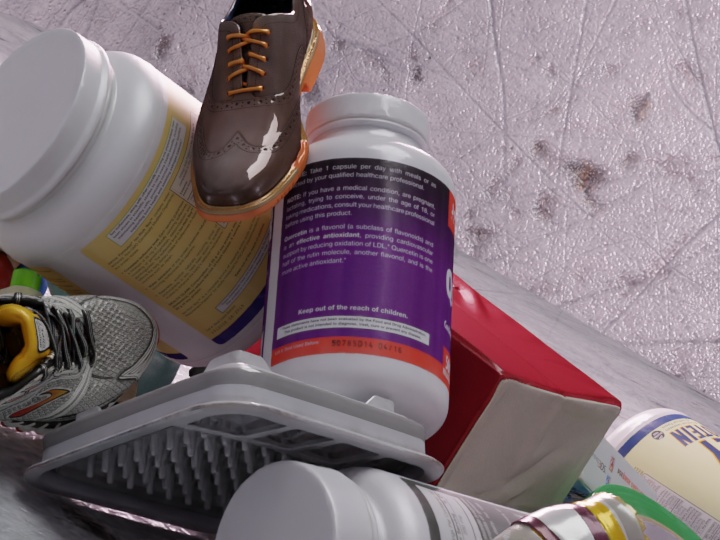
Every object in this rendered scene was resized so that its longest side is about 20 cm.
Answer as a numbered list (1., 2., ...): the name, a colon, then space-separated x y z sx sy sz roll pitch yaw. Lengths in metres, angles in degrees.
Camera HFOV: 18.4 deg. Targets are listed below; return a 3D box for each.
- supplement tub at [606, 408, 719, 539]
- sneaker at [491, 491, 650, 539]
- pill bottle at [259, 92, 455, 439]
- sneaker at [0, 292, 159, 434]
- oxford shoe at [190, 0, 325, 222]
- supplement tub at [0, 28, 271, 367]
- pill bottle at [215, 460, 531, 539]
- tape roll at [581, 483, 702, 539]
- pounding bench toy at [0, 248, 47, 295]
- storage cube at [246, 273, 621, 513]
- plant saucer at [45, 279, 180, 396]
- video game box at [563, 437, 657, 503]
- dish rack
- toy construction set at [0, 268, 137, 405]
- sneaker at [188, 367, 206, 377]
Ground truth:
1. supplement tub: 0.278 0.212 1.735 0.200 0.145 0.145 32 9 37
2. sneaker: 0.123 0.223 1.173 0.090 0.201 0.075 -15 -7 -24
3. pill bottle: 0.000 0.000 1.318 0.112 0.201 0.113 3 -25 1
4. sneaker: -0.185 0.051 1.232 0.200 0.082 0.078 -13 79 -47
5. oxford shoe: -0.068 -0.108 1.304 0.071 0.073 0.200 -5 41 11
6. supplement tub: -0.140 -0.045 1.377 0.200 0.146 0.145 36 0 -35
7. pill bottle: 0.022 0.171 1.210 0.200 0.114 0.114 20 9 -42
8. tape roll: 0.203 0.230 1.434 0.200 0.048 0.201 40 20 -17
9. pounding bench toy: -0.273 -0.079 1.587 0.156 0.201 0.124 28 7 16
10. storage cube: 0.029 0.099 1.447 0.180 0.200 0.171 38 12 32
11. plant saucer: -0.168 -0.002 1.567 0.200 0.036 0.201 -20 90 -74
12. video game box: 0.098 0.139 1.621 0.199 0.047 0.182 10 -14 25
13. dish rack: -0.071 0.097 1.237 0.171 0.044 0.200 20 -30 -39
14. toy construction set: -0.210 0.052 1.373 0.131 0.093 0.200 3 -7 16
15. sneaker: -0.082 0.090 1.594 0.090 0.067 0.200 -12 -16 1
